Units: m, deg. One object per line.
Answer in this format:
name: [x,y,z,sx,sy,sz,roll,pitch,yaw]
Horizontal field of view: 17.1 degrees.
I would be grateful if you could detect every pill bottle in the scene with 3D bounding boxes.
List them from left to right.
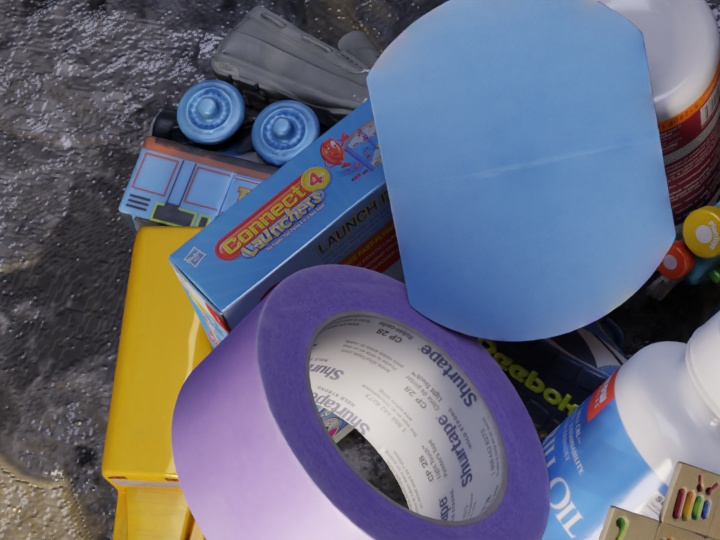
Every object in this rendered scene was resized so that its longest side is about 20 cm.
pill bottle: [0.169,-0.086,1.468,0.109,0.200,0.110,-5,60,8]
pill bottle: [0.167,0.110,1.351,0.200,0.112,0.112,-47,53,31]

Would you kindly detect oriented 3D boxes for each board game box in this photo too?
board game box: [0.000,0.000,1.453,0.200,0.196,0.056,-39,57,-12]
board game box: [0.089,-0.063,1.358,0.157,0.039,0.201,-12,102,-5]

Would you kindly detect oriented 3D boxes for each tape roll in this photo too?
tape roll: [0.002,0.101,1.312,0.085,0.200,0.200,-45,51,35]

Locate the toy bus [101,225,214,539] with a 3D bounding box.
toy bus: [-0.114,0.079,1.485,0.065,0.078,0.201,2,71,13]

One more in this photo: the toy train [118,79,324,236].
toy train: [-0.055,-0.048,1.562,0.199,0.087,0.115,15,73,16]

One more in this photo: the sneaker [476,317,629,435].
sneaker: [0.136,0.063,1.454,0.200,0.074,0.082,41,34,6]

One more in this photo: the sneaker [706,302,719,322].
sneaker: [0.305,0.006,1.472,0.199,0.074,0.081,-15,51,-6]

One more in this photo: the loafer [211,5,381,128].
loafer: [-0.007,-0.127,1.603,0.199,0.070,0.070,22,75,22]

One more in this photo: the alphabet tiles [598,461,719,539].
alphabet tiles: [0.173,0.209,1.280,0.006,0.166,0.201,16,87,57]

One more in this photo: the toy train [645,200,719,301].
toy train: [0.266,-0.041,1.471,0.200,0.150,0.056,-41,75,-5]
